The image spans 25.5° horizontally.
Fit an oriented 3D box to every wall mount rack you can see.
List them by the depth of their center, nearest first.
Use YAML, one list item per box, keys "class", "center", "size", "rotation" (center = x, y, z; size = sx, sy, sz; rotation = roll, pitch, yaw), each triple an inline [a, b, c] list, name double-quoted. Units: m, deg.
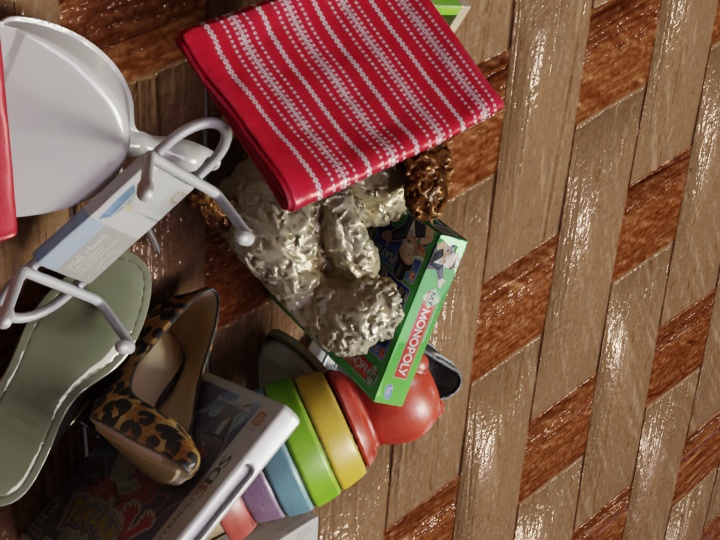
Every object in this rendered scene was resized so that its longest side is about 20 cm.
- class: "wall mount rack"
  center: [-0.155, -0.015, 1.007]
  size: [0.200, 0.075, 0.174]
  rotation: [-42, 158, 9]

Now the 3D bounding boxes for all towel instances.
- class: "towel"
  center: [-0.011, -0.133, 1.066]
  size: [0.199, 0.145, 0.022]
  rotation: [-28, 169, -32]

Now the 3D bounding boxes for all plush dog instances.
- class: "plush dog"
  center: [-0.021, -0.066, 1.144]
  size: [0.172, 0.200, 0.160]
  rotation: [-42, 130, 3]

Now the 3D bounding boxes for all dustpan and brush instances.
- class: "dustpan and brush"
  center: [-0.174, -0.085, 1.030]
  size: [0.199, 0.057, 0.140]
  rotation: [17, 117, -29]

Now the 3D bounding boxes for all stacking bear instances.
- class: "stacking bear"
  center: [-0.032, 0.126, 1.264]
  size: [0.199, 0.114, 0.122]
  rotation: [-25, 124, -3]

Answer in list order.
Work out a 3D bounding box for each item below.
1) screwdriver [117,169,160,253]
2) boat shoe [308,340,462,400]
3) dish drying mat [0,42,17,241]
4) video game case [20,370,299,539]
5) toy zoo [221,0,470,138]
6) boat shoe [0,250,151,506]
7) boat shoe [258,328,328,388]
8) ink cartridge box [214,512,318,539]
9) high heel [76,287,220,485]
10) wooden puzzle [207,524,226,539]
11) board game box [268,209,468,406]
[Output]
- class: "screwdriver"
  center: [-0.166, -0.078, 1.093]
  size: [0.029, 0.028, 0.200]
  rotation: [-26, 138, 0]
- class: "boat shoe"
  center: [0.026, 0.091, 1.442]
  size: [0.200, 0.068, 0.072]
  rotation: [16, 101, -56]
- class: "dish drying mat"
  center: [-0.249, -0.104, 0.940]
  size: [0.076, 0.018, 0.201]
  rotation: [-4, 122, -9]
- class: "video game case"
  center: [-0.150, 0.152, 1.148]
  size: [0.182, 0.200, 0.023]
  rotation: [-51, 117, -15]
- class: "toy zoo"
  center: [-0.021, -0.155, 1.183]
  size: [0.199, 0.021, 0.131]
  rotation: [-9, 144, -42]
- class: "boat shoe"
  center: [-0.219, 0.072, 1.112]
  size: [0.072, 0.061, 0.202]
  rotation: [37, 72, -14]
- class: "boat shoe"
  center: [-0.054, 0.134, 1.362]
  size: [0.068, 0.075, 0.201]
  rotation: [-45, 141, -24]
- class: "ink cartridge box"
  center: [-0.117, 0.278, 1.339]
  size: [0.200, 0.044, 0.095]
  rotation: [-25, 128, -45]
- class: "high heel"
  center: [-0.126, 0.074, 1.129]
  size: [0.143, 0.200, 0.071]
  rotation: [-49, 116, -13]
- class: "wooden puzzle"
  center: [-0.186, 0.271, 1.321]
  size: [0.185, 0.046, 0.201]
  rotation: [26, 88, -57]
- class: "board game box"
  center: [0.000, 0.000, 1.225]
  size: [0.029, 0.200, 0.135]
  rotation: [12, 106, -32]
